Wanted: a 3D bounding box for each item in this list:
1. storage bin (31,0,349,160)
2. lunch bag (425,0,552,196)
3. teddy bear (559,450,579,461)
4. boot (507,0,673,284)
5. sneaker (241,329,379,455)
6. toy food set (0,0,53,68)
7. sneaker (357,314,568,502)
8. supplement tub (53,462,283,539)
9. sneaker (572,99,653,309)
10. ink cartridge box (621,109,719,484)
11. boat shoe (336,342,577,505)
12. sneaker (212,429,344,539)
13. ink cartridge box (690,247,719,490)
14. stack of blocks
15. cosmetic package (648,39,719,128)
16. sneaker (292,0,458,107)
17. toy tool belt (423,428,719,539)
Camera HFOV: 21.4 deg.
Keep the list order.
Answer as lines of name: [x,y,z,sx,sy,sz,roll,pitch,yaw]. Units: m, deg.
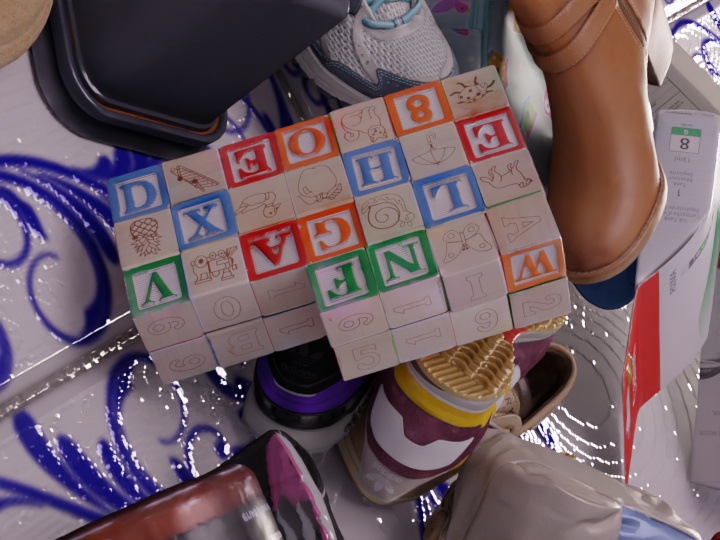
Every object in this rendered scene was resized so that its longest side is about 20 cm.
storage bin: [-0.084,-0.177,0.995,0.145,0.134,0.202,14,58,-49]
lunch bag: [0.084,-0.093,1.155,0.160,0.077,0.202,-7,101,-55]
teddy bear: [0.156,0.199,1.129,0.145,0.067,0.201,-31,93,-54]
boot: [0.119,-0.109,1.076,0.155,0.073,0.201,49,45,-50]
sneaker: [0.000,0.000,1.004,0.069,0.100,0.201,17,39,7]
toy food set: [-0.223,-0.178,0.883,0.201,0.048,0.198,61,34,-5]
sneaker: [0.047,0.052,1.006,0.075,0.090,0.200,37,24,8]
supplement tub: [-0.057,0.192,0.808,0.107,0.107,0.201,-15,81,-56]
sneaker: [0.159,-0.063,1.247,0.079,0.065,0.202,-105,-170,-70]
ink cartridge box: [0.201,0.024,1.222,0.161,0.050,0.201,75,22,-58]
boat shoe: [0.057,0.075,1.077,0.200,0.064,0.072,-23,87,-56]
sneaker: [-0.019,0.174,0.916,0.086,0.080,0.202,-15,88,-68]
ink cartridge box: [0.311,0.067,1.361,0.145,0.083,0.202,18,76,-47]
stack of blocks: [-0.012,-0.012,0.907,0.059,0.198,0.116,74,0,-52]
cosmetic package: [0.196,-0.110,1.348,0.200,0.103,0.073,39,23,-33]
sneaker: [-0.013,-0.170,1.056,0.077,0.087,0.200,-26,65,-30]
toy tool belt: [0.123,0.176,1.030,0.199,0.124,0.125,24,8,-19]
